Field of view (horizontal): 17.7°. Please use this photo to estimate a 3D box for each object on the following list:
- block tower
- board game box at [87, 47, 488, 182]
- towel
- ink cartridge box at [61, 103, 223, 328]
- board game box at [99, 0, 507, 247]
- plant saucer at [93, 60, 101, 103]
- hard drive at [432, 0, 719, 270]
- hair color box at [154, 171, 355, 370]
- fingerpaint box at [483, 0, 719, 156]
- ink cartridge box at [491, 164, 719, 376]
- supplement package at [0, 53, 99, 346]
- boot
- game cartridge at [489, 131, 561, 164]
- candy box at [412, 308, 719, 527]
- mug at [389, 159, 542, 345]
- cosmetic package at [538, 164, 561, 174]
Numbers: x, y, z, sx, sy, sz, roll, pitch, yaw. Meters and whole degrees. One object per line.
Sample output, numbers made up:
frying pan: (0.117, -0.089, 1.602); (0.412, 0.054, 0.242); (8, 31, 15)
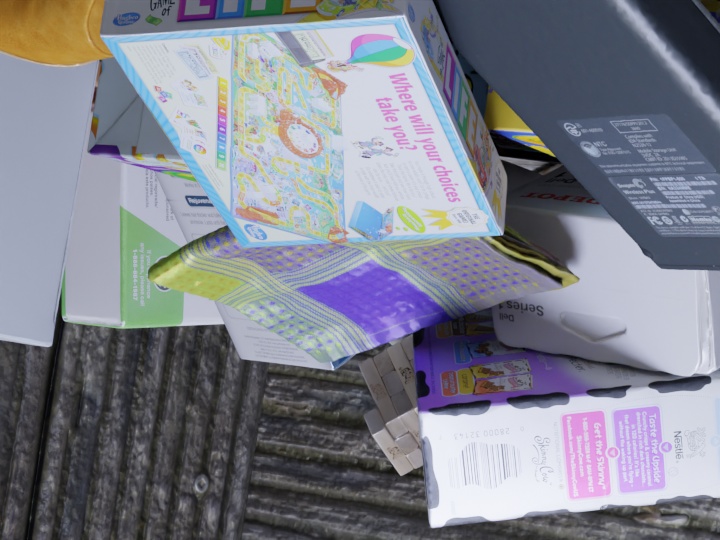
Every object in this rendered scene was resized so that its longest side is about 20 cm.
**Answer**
block tower: (0.094, 0.047, 1.409); (0.199, 0.058, 0.054); (-30, 138, 4)
board game box: (-0.033, -0.090, 1.233); (0.103, 0.106, 0.199); (5, 174, 42)
towel: (0.000, 0.000, 1.229); (0.199, 0.023, 0.143); (-17, 146, 39)
ink cartridge box: (-0.097, -0.038, 1.557); (0.199, 0.146, 0.084); (-1, -178, -38)
board game box: (-0.019, -0.071, 1.039); (0.134, 0.034, 0.200); (-2, 154, 15)
plant saucer: (-0.255, -0.143, 1.495); (0.199, 0.033, 0.200); (9, 175, 1)
hard drive: (0.116, -0.075, 0.988); (0.200, 0.033, 0.139); (45, 159, -25)
hair color box: (-0.062, -0.044, 1.360); (0.060, 0.201, 0.100); (-36, -156, -31)
fingerpaint box: (0.186, -0.080, 1.124); (0.199, 0.074, 0.167); (6, 175, 30)
ink cartridge box: (0.183, -0.021, 1.288); (0.146, 0.085, 0.200); (7, -157, 38)
supplement package: (-0.237, -0.069, 1.289); (0.110, 0.201, 0.156); (7, 175, 22)
boot: (-0.114, -0.143, 1.060); (0.200, 0.071, 0.144); (8, 168, 8)
game cartridge: (0.068, -0.097, 1.437); (0.129, 0.039, 0.200); (12, 177, 15)
candy box: (0.131, 0.069, 1.286); (0.199, 0.072, 0.168); (-6, -163, 3)
mug: (0.028, -0.017, 1.469); (0.186, 0.150, 0.153); (-2, 162, 36)
cosmetic package: (0.176, -0.024, 1.701); (0.087, 0.104, 0.200); (8, 175, -7)
